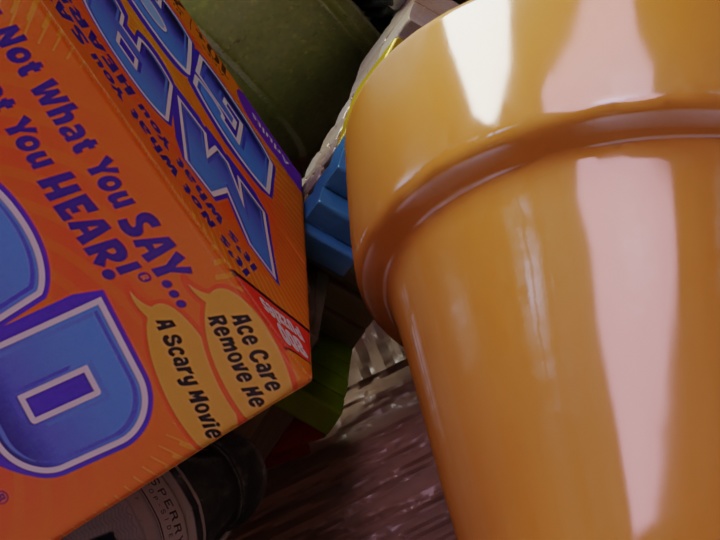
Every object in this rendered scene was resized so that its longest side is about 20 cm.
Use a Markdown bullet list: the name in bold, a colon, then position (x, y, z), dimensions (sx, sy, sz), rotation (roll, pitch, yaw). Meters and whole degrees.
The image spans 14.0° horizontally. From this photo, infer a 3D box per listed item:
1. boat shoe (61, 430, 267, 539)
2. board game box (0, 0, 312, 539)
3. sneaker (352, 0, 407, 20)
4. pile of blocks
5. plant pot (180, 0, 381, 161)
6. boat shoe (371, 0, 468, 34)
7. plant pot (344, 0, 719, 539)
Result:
- **boat shoe**: position (-0.103, 0.097, 1.030), dimensions (0.071, 0.073, 0.199), rotation (-18, 3, -40)
- **board game box**: position (-0.153, -0.026, 0.957), dimensions (0.199, 0.200, 0.200), rotation (-32, 18, 9)
- **sneaker**: position (0.001, -0.140, 1.142), dimensions (0.080, 0.074, 0.200), rotation (-53, 14, -6)
- **pile of blocks**: position (0.000, 0.000, 1.053), dimensions (0.201, 0.062, 0.082), rotation (-61, 11, 3)
- **plant pot**: position (-0.115, -0.063, 1.144), dimensions (0.190, 0.200, 0.200), rotation (-50, 45, -5)
- **boat shoe**: position (0.039, -0.123, 1.198), dimensions (0.065, 0.072, 0.200), rotation (2, 37, -23)
- **plant pot**: position (0.097, 0.032, 0.933), dimensions (0.199, 0.200, 0.184), rotation (-12, 59, 16)
